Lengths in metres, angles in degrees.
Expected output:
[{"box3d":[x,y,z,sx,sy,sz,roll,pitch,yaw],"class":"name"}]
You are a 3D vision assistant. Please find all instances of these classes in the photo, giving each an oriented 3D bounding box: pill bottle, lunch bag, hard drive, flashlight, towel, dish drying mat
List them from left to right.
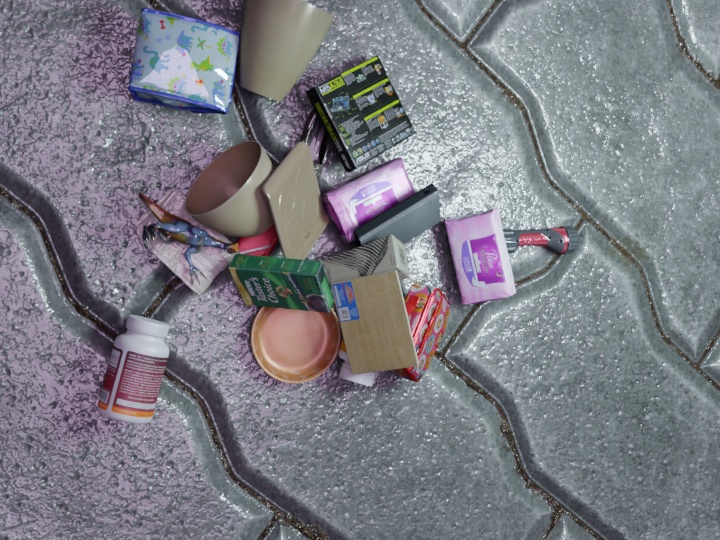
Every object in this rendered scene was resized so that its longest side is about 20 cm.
[{"box3d":[-0.452,0.198,1.643,0.112,0.113,0.202,15,88,-15],"class":"pill bottle"},{"box3d":[-0.352,-0.416,1.646,0.198,0.127,0.172,9,89,-6],"class":"lunch bag"},{"box3d":[-0.362,-0.062,1.694,0.200,0.034,0.133,44,81,-8],"class":"towel"},{"box3d":[-0.196,-0.106,1.755,0.076,0.018,0.201,32,84,-13],"class":"dish drying mat"},{"box3d":[0.018,0.144,1.775,0.108,0.109,0.202,18,87,-15],"class":"pill bottle"},{"box3d":[0.082,-0.097,1.768,0.199,0.140,0.033,-31,66,-7],"class":"hard drive"},{"box3d":[0.118,0.128,1.761,0.081,0.176,0.201,17,75,24],"class":"lunch bag"},{"box3d":[0.409,-0.067,1.901,0.198,0.068,0.069,-5,95,-17],"class":"flashlight"}]

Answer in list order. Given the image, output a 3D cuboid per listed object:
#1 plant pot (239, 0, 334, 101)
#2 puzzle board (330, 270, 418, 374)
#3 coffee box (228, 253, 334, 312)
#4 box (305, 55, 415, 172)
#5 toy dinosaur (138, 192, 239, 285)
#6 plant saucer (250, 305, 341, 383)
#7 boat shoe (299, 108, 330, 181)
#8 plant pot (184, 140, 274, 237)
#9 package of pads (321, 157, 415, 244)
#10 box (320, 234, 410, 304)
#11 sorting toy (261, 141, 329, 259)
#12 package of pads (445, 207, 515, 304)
[{"box3d":[-0.175,-0.460,1.680,0.186,0.187,0.202,19,100,-15],"class":"plant pot"},{"box3d":[0.030,0.109,1.680,0.149,0.017,0.202,-10,98,24],"class":"puzzle board"},{"box3d":[-0.161,0.028,1.672,0.198,0.124,0.044,6,50,19],"class":"coffee box"},{"box3d":[0.004,-0.339,1.757,0.199,0.047,0.194,-35,100,-34],"class":"box"},{"box3d":[-0.338,-0.079,1.643,0.180,0.105,0.202,-4,76,-33],"class":"toy dinosaur"},{"box3d":[-0.142,0.143,1.768,0.198,0.037,0.202,0,91,-16],"class":"plant saucer"},{"box3d":[-0.103,-0.259,1.748,0.066,0.057,0.202,15,83,-16],"class":"boat shoe"},{"box3d":[-0.240,-0.146,1.667,0.201,0.200,0.135,-48,126,-9],"class":"plant pot"},{"box3d":[0.026,-0.153,1.785,0.199,0.076,0.121,-28,99,-13],"class":"package of pads"},{"box3d":[0.000,0.000,1.724,0.199,0.068,0.083,-21,62,20],"class":"box"},{"box3d":[-0.135,-0.134,1.674,0.186,0.036,0.201,-60,143,-43],"class":"sorting toy"},{"box3d":[0.270,-0.033,1.830,0.119,0.076,0.202,-11,95,22],"class":"package of pads"}]
